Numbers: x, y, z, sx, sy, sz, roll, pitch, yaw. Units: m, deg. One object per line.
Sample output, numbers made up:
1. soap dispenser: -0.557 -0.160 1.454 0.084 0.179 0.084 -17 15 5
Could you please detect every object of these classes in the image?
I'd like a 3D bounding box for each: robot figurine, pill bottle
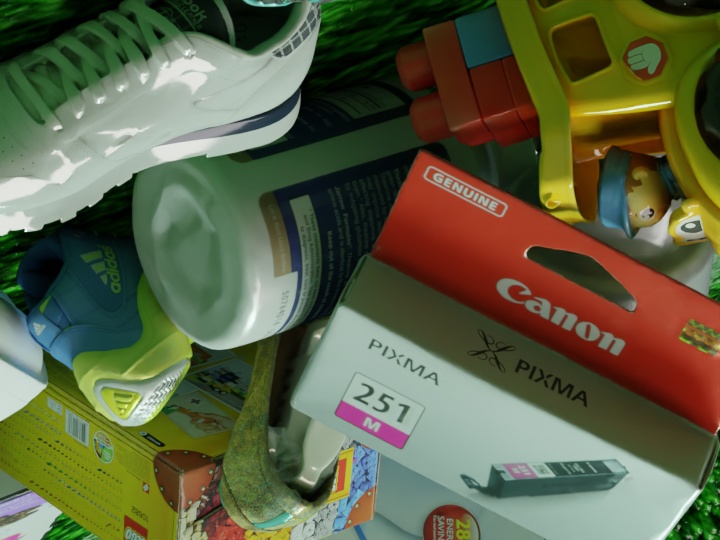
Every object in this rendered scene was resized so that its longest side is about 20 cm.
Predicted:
1. robot figurine: 0.124 0.016 1.368 0.113 0.170 0.200 2 133 1
2. pill bottle: -0.009 -0.037 1.356 0.200 0.111 0.111 -18 166 -34

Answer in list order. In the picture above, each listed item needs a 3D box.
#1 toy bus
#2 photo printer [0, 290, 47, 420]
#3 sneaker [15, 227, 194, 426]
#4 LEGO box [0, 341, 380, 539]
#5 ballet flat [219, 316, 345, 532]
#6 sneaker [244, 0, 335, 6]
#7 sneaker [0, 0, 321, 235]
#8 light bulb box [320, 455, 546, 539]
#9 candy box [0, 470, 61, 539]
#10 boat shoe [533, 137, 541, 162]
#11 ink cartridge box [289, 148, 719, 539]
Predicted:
1. toy bus: 0.122 -0.083 1.238 0.192 0.200 0.136 -20 164 7
2. photo printer: -0.254 0.059 1.356 0.166 0.069 0.200 -26 168 2
3. sneaker: -0.119 -0.003 1.403 0.076 0.105 0.200 -50 -173 29
4. LEGO box: -0.109 0.091 1.508 0.149 0.200 0.077 -16 122 -39
5. ballet flat: -0.024 0.045 1.408 0.071 0.200 0.071 12 161 4
6. sneaker: -0.026 -0.131 0.997 0.091 0.078 0.200 -26 168 23
7. sneaker: -0.106 -0.080 1.090 0.200 0.076 0.081 -25 158 -29
8. light bulb box: 0.041 0.089 1.634 0.200 0.198 0.125 1 -175 22
9. candy box: -0.279 0.154 1.728 0.168 0.072 0.200 -21 167 -24
10. boat shoe: 0.166 -0.114 1.482 0.200 0.072 0.072 -26 175 -43
11. ink cartridge box: 0.082 0.051 1.269 0.044 0.200 0.174 -62 179 -40
